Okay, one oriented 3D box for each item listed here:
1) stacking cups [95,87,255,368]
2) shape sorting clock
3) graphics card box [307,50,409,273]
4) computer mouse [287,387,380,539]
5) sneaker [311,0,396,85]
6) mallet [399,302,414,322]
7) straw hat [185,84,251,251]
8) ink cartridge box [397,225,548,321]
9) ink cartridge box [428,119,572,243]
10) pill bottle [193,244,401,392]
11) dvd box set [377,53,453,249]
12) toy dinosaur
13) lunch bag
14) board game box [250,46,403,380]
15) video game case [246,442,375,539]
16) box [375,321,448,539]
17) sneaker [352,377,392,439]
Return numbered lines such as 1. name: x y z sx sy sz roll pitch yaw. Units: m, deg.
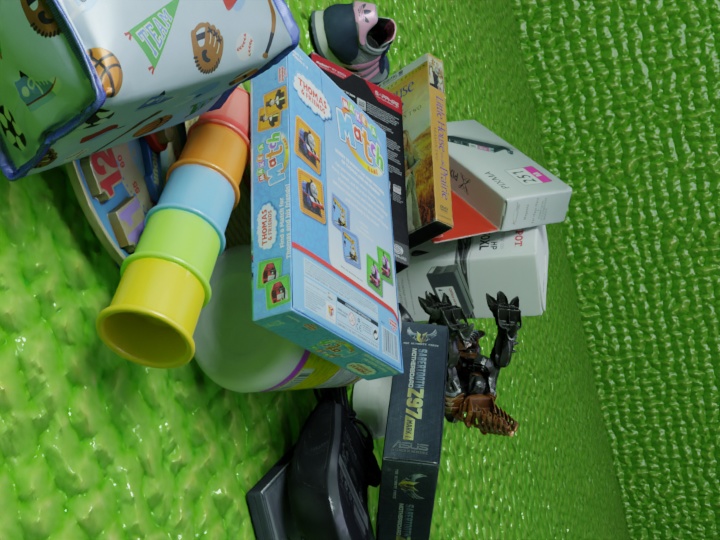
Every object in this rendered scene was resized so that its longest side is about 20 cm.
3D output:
1. stacking cups: -0.107 -0.041 0.592 0.061 0.059 0.203 58 35 -46
2. shape sorting clock: -0.146 -0.088 0.638 0.200 0.039 0.204 -10 90 -71
3. graphics card box: -0.013 -0.101 0.922 0.124 0.051 0.203 19 55 -36
4. computer mouse: -0.026 0.173 0.783 0.201 0.052 0.141 -84 156 -69
5. sneaker: 0.013 -0.263 1.107 0.200 0.081 0.072 2 78 -70
6. mallet: 0.000 0.000 0.963 0.203 0.065 0.041 68 -8 -25
7. straw hat: -0.066 -0.094 0.746 0.201 0.083 0.205 -11 90 -81
8. ink cartridge box: 0.112 -0.018 1.074 0.145 0.196 0.085 -72 154 -54
9. ink cartridge box: 0.107 -0.106 1.045 0.200 0.171 0.044 47 -42 47
10. pill bottle: -0.041 0.041 0.742 0.199 0.103 0.106 10 71 -63
11. dvd box set: 0.034 -0.113 1.002 0.029 0.145 0.204 21 58 -38
12. toy dinosaur: 0.108 0.096 0.913 0.101 0.199 0.138 -9 117 -37
13. lunch bag: -0.149 -0.179 0.509 0.169 0.123 0.203 -31 95 -50
14. board game box: -0.023 -0.040 0.662 0.151 0.036 0.204 35 47 -54
15. video game case: -0.037 0.220 0.821 0.200 0.019 0.146 -35 113 -70
16. box: 0.045 0.173 0.843 0.159 0.050 0.203 -81 175 -51
17. sneaker: 0.069 0.130 1.020 0.200 0.114 0.075 -22 102 -69
